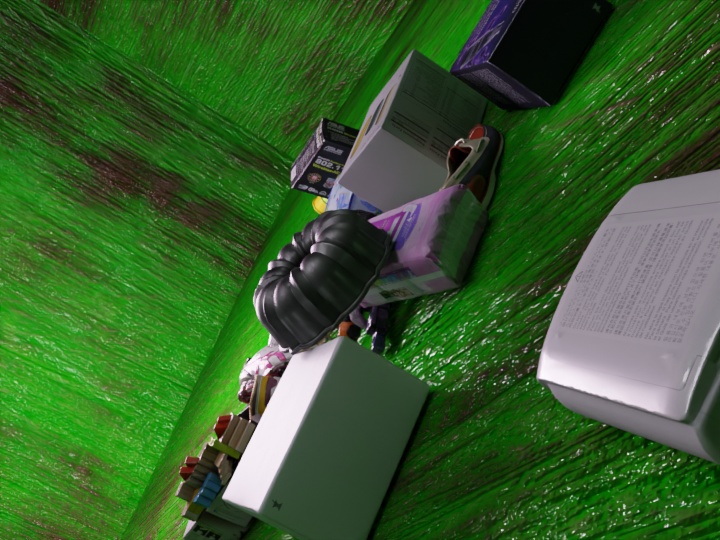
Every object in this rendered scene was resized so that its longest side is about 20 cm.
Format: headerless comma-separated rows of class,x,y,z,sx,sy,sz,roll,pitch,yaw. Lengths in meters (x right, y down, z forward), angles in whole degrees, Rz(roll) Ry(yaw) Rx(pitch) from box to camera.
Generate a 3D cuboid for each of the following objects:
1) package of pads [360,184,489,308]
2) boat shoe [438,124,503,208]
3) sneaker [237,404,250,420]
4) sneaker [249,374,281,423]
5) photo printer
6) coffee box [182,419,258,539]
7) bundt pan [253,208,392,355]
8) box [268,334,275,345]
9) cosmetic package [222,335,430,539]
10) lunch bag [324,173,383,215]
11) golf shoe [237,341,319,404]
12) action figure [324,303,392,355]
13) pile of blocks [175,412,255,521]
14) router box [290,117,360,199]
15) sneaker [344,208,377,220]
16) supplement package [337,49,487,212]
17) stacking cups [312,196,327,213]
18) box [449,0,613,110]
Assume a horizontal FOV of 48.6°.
package of pads,0.065,-0.027,1.021,0.199,0.076,0.121,-16,39,53
boat shoe,0.147,-0.146,1.081,0.071,0.062,0.201,-52,13,40
sneaker,-0.178,0.260,1.495,0.201,0.075,0.088,-57,-3,-3
sneaker,-0.132,0.244,1.315,0.201,0.089,0.075,93,-175,-54
photo printer,0.190,0.021,0.486,0.167,0.069,0.200,-62,11,-7
coffee box,-0.197,0.351,1.281,0.200,0.079,0.113,-52,15,32
bundt pan,-0.058,0.003,0.990,0.202,0.076,0.202,-41,21,19
box,-0.110,0.084,1.398,0.082,0.049,0.202,18,100,46
cosmetic package,-0.043,0.199,0.904,0.200,0.122,0.200,-64,11,-19
lunch bag,-0.011,-0.076,1.450,0.170,0.126,0.202,-167,94,-75
golf shoe,-0.139,0.153,1.334,0.199,0.072,0.093,-30,50,37
action figure,-0.014,0.066,1.160,0.200,0.104,0.194,-86,21,-64
pile of blocks,-0.235,0.300,1.221,0.201,0.062,0.082,-59,14,10
router box,-0.017,-0.199,1.556,0.150,0.199,0.063,-49,35,45
sneaker,0.000,0.000,1.301,0.114,0.076,0.201,5,83,43
supplement package,0.084,-0.208,1.271,0.152,0.150,0.201,-45,19,49
stacking cups,-0.061,-0.228,2.140,0.200,0.060,0.061,-48,17,46
box,0.218,-0.304,1.060,0.149,0.104,0.200,-59,11,3
